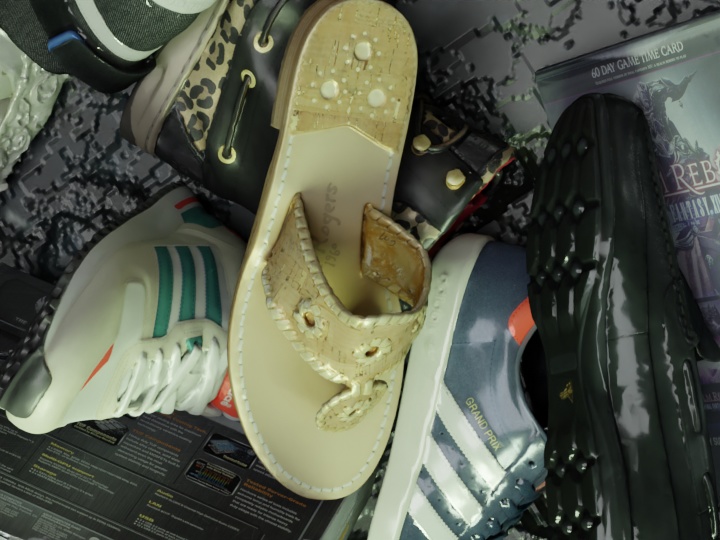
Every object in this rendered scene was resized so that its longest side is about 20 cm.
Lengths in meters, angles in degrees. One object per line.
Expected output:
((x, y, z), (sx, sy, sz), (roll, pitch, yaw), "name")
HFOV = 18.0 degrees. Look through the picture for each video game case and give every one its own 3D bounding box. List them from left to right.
((0.146, 0.000, 0.924), (0.142, 0.019, 0.202), (-12, 97, 58), "video game case")

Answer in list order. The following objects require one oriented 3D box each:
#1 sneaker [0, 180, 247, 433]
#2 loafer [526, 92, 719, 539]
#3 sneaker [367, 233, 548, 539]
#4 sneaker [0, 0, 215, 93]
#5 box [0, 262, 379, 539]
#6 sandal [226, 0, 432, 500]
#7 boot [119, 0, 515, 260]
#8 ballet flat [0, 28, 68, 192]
((-0.078, 0.028, 0.947), (0.093, 0.200, 0.071), (37, 112, 1), "sneaker")
((0.110, 0.029, 0.919), (0.070, 0.068, 0.203), (-1, 83, -24), "loafer")
((0.057, 0.089, 0.978), (0.084, 0.075, 0.202), (14, 103, 17), "sneaker")
((-0.133, -0.169, 0.977), (0.112, 0.073, 0.201), (-39, 58, 34), "sneaker")
((-0.107, 0.090, 0.976), (0.199, 0.159, 0.049), (22, 126, 8), "box")
((-0.005, 0.000, 0.904), (0.077, 0.070, 0.214), (1, 104, -19), "sandal")
((0.004, -0.090, 0.966), (0.150, 0.073, 0.200), (41, 109, 7), "boot")
((-0.183, -0.065, 1.030), (0.071, 0.072, 0.201), (26, 104, 11), "ballet flat")
